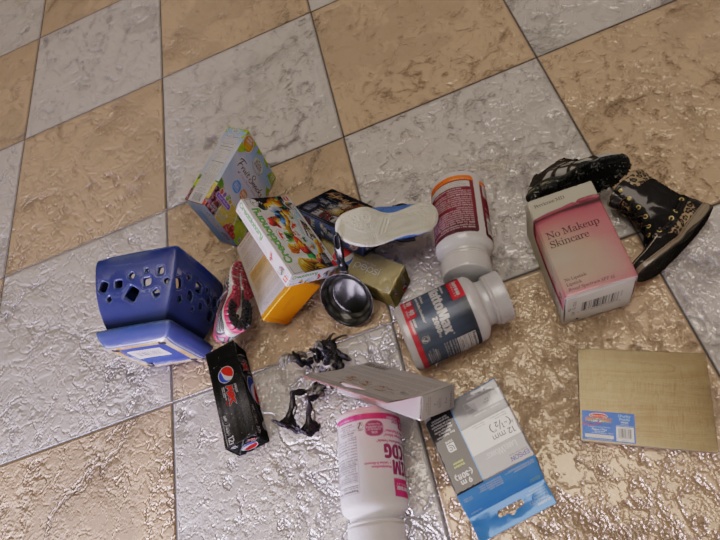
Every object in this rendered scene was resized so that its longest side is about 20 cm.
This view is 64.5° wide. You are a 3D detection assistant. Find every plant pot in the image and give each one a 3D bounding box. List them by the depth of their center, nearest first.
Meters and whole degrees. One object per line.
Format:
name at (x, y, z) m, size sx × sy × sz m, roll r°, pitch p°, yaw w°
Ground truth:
plant pot at (-0.415, 0.086, 1.175) m, size 0.193 × 0.201 × 0.186 m, roll -9°, pitch 65°, yaw 12°

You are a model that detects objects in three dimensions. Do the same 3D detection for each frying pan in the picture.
frying pan at (-0.041, 0.022, 1.103) m, size 0.112 × 0.194 × 0.031 m, roll -18°, pitch 18°, yaw 30°

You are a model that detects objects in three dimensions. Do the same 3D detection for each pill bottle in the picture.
pill bottle at (0.020, 0.339, 0.931) m, size 0.109 × 0.114 × 0.206 m, roll -12°, pitch 60°, yaw 12°
pill bottle at (0.168, 0.083, 1.018) m, size 0.195 × 0.120 × 0.122 m, roll -25°, pitch 57°, yaw 3°
pill bottle at (0.196, -0.076, 1.098) m, size 0.110 × 0.115 × 0.206 m, roll -8°, pitch 59°, yaw 14°

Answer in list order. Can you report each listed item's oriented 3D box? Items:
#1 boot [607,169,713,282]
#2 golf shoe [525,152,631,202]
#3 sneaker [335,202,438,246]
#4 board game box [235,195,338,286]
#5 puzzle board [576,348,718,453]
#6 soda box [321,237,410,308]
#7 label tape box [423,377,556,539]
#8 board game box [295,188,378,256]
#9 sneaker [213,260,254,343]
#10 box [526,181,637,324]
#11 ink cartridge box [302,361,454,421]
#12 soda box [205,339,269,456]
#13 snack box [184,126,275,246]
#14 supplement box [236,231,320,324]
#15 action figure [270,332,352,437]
boot at (0.508, -0.086, 1.020) m, size 0.199 × 0.074 × 0.151 m, roll -40°, pitch 59°, yaw -10°
golf shoe at (0.408, -0.188, 1.087) m, size 0.195 × 0.078 × 0.096 m, roll -19°, pitch 39°, yaw 32°
sneaker at (0.047, -0.087, 1.100) m, size 0.193 × 0.111 × 0.080 m, roll -11°, pitch 89°, yaw -3°
board game box at (-0.145, -0.063, 1.119) m, size 0.202 × 0.124 × 0.035 m, roll 53°, pitch 128°, yaw 22°
puzzle board at (0.453, 0.205, 0.915) m, size 0.193 × 0.017 × 0.156 m, roll -1°, pitch 63°, yaw 19°
soda box at (0.000, 0.000, 1.154) m, size 0.196 × 0.064 × 0.069 m, roll 23°, pitch 70°, yaw 28°
label tape box at (0.204, 0.301, 0.918) m, size 0.140 × 0.067 × 0.204 m, roll -27°, pitch 56°, yaw 3°
board game box at (-0.030, -0.105, 1.196) m, size 0.196 × 0.036 × 0.134 m, roll 26°, pitch 39°, yaw 29°
sneaker at (-0.264, 0.059, 1.186) m, size 0.074 × 0.080 × 0.203 m, roll -37°, pitch 28°, yaw 27°
box at (0.385, -0.032, 1.012) m, size 0.124 × 0.110 × 0.205 m, roll -17°, pitch 58°, yaw 9°
ink cartridge box at (0.028, 0.200, 0.939) m, size 0.196 × 0.173 × 0.047 m, roll 6°, pitch 96°, yaw 45°
soda box at (-0.239, 0.244, 1.102) m, size 0.069 × 0.064 × 0.204 m, roll -25°, pitch 58°, yaw 2°
snack box at (-0.287, -0.188, 1.292) m, size 0.066 × 0.170 × 0.205 m, roll 14°, pitch 67°, yaw 23°
supplement box at (-0.173, -0.010, 1.185) m, size 0.126 × 0.072 × 0.203 m, roll -46°, pitch 53°, yaw 26°
action figure at (-0.088, 0.196, 1.055) m, size 0.116 × 0.102 × 0.205 m, roll 6°, pitch 65°, yaw 34°
